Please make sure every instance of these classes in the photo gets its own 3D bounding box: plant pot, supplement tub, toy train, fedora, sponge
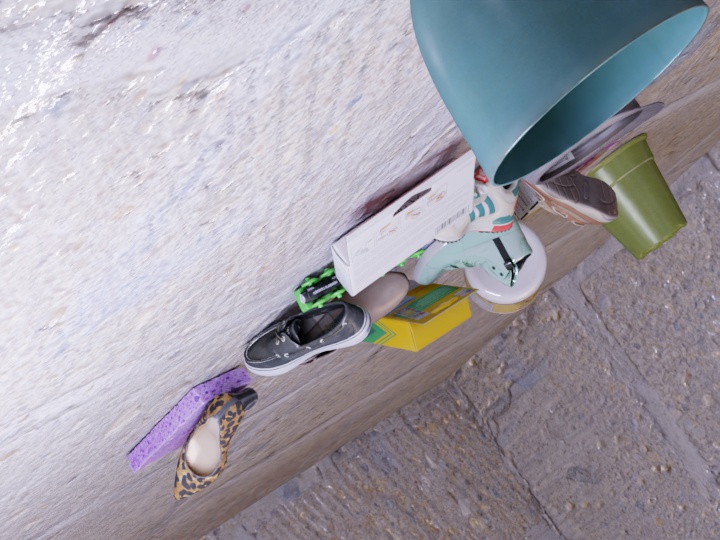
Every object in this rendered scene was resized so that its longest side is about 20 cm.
[{"bbox_3d":[0.130,-0.189,0.930,0.199,0.162,0.201,-34,170,-7],"label":"plant pot"},{"bbox_3d":[0.252,-0.003,2.199,0.145,0.146,0.200,-36,170,-1],"label":"supplement tub"},{"bbox_3d":[0.000,0.000,1.643,0.198,0.042,0.056,-26,177,-25],"label":"toy train"},{"bbox_3d":[0.538,-0.130,2.465,0.199,0.191,0.200,-34,169,-8],"label":"plant pot"},{"bbox_3d":[0.276,-0.195,1.590,0.199,0.091,0.176,-35,170,30],"label":"fedora"},{"bbox_3d":[-0.251,0.217,1.822,0.200,0.030,0.111,-45,167,35],"label":"sponge"}]

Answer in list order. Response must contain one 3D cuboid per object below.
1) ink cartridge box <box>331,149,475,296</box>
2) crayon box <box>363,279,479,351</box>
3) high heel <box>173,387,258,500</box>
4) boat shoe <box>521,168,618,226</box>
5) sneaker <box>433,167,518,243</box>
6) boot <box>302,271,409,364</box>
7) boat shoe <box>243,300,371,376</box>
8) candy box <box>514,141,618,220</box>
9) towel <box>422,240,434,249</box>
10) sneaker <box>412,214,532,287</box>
[{"bbox_3d":[0.053,-0.070,1.534,0.199,0.044,0.174,-35,158,-12],"label":"ink cartridge box"},{"bbox_3d":[0.077,0.067,1.902,0.125,0.052,0.198,-29,-159,-34],"label":"crayon box"},{"bbox_3d":[-0.224,0.251,1.756,0.201,0.071,0.142,-55,172,9],"label":"high heel"},{"bbox_3d":[0.284,-0.113,1.806,0.071,0.198,0.077,-28,-137,46],"label":"boat shoe"},{"bbox_3d":[0.144,-0.098,1.696,0.198,0.070,0.095,-9,122,-43],"label":"sneaker"},{"bbox_3d":[-0.025,0.074,1.751,0.198,0.071,0.146,-29,-171,14],"label":"boot"},{"bbox_3d":[-0.080,0.083,1.659,0.198,0.070,0.056,-21,147,25],"label":"boat shoe"},{"bbox_3d":[0.314,-0.170,1.904,0.135,0.061,0.200,-30,168,-33],"label":"candy box"},{"bbox_3d":[0.151,-0.084,1.851,0.146,0.024,0.200,-33,167,-11],"label":"towel"},{"bbox_3d":[0.165,-0.007,1.850,0.200,0.119,0.073,-42,166,36],"label":"sneaker"}]
